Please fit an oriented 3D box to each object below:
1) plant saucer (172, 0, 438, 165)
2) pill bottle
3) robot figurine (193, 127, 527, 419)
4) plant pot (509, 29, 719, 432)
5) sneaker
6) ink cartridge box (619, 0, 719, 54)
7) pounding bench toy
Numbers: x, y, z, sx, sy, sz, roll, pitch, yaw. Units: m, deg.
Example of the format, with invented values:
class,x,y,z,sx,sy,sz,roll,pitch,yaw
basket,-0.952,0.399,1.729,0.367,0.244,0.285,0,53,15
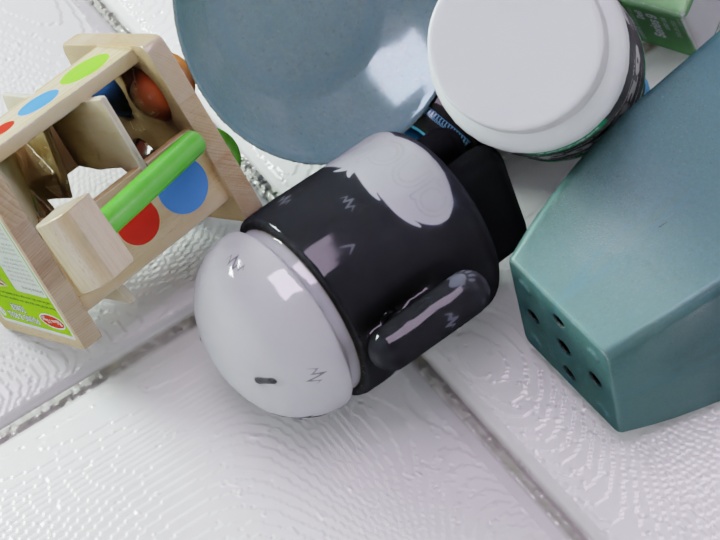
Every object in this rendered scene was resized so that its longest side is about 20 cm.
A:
class,x,y,z,sx,sy,sz,roll,pitch,yaw
plant saucer,-0.032,-0.164,1.470,0.201,0.201,0.039,-41,24,-23
pill bottle,0.099,-0.120,1.394,0.113,0.200,0.113,0,90,11
robot figurine,0.000,0.001,1.423,0.200,0.150,0.125,-35,85,-20
plant pot,0.192,-0.013,1.407,0.200,0.141,0.141,-36,57,-11
sneaker,0.079,-0.103,1.535,0.200,0.073,0.082,4,73,13
ink cartridge box,0.145,-0.239,1.569,0.200,0.088,0.146,20,84,22
pounding bench toy,-0.140,-0.052,1.417,0.156,0.124,0.200,-38,22,-21
